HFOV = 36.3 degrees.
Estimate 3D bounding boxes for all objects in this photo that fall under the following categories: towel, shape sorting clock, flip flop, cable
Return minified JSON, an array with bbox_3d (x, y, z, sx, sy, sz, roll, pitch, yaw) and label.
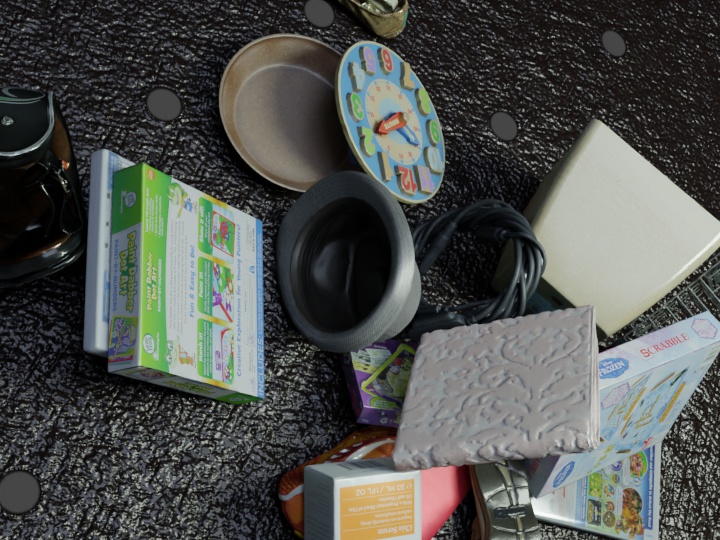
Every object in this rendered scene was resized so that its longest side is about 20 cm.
[{"bbox_3d":[0.139,0.118,1.092,0.192,0.198,0.032,-73,145,-51],"label":"towel"},{"bbox_3d":[0.040,-0.175,1.290,0.199,0.039,0.202,23,60,-46],"label":"shape sorting clock"},{"bbox_3d":[0.150,0.283,1.200,0.080,0.058,0.202,1,66,-20],"label":"flip flop"},{"bbox_3d":[0.122,-0.003,1.225,0.051,0.199,0.165,37,49,-38],"label":"cable"}]

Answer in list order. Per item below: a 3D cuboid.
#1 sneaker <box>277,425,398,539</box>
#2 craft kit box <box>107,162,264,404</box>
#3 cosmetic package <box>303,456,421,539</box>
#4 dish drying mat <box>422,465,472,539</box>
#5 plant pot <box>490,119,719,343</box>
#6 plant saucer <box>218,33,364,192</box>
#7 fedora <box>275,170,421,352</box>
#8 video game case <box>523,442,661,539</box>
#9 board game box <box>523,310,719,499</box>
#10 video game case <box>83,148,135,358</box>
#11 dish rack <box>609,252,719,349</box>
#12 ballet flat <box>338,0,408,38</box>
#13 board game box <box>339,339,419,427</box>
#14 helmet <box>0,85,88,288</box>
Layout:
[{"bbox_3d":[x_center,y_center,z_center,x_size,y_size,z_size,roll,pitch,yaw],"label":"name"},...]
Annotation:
[{"bbox_3d":[0.002,0.216,1.163,0.199,0.073,0.078,-24,103,-25],"label":"sneaker"},{"bbox_3d":[-0.169,0.020,1.099,0.197,0.048,0.202,30,53,-57],"label":"craft kit box"},{"bbox_3d":[0.002,0.293,1.083,0.100,0.071,0.203,-2,93,-28],"label":"cosmetic package"},{"bbox_3d":[0.084,0.229,1.212,0.077,0.018,0.200,47,59,-4],"label":"dish drying mat"},{"bbox_3d":[0.268,-0.016,1.282,0.200,0.200,0.177,40,74,4],"label":"plant pot"},{"bbox_3d":[-0.073,-0.178,1.280,0.198,0.037,0.203,8,69,-21],"label":"plant saucer"},{"bbox_3d":[0.000,0.000,1.198,0.090,0.177,0.201,25,29,-49],"label":"fedora"},{"bbox_3d":[0.266,0.233,1.291,0.198,0.018,0.145,17,65,-17],"label":"video game case"},{"bbox_3d":[0.287,0.149,1.209,0.198,0.201,0.041,-17,52,-29],"label":"board game box"},{"bbox_3d":[-0.205,0.001,1.106,0.182,0.022,0.202,27,55,-55],"label":"video game case"},{"bbox_3d":[0.382,0.054,1.293,0.200,0.153,0.055,-40,73,11],"label":"dish rack"},{"bbox_3d":[-0.020,-0.368,1.356,0.199,0.065,0.071,33,62,-10],"label":"ballet flat"},{"bbox_3d":[0.079,0.128,1.207,0.198,0.033,0.120,10,30,-20],"label":"board game box"},{"bbox_3d":[-0.363,-0.077,1.026,0.189,0.200,0.202,-13,76,-8],"label":"helmet"}]
